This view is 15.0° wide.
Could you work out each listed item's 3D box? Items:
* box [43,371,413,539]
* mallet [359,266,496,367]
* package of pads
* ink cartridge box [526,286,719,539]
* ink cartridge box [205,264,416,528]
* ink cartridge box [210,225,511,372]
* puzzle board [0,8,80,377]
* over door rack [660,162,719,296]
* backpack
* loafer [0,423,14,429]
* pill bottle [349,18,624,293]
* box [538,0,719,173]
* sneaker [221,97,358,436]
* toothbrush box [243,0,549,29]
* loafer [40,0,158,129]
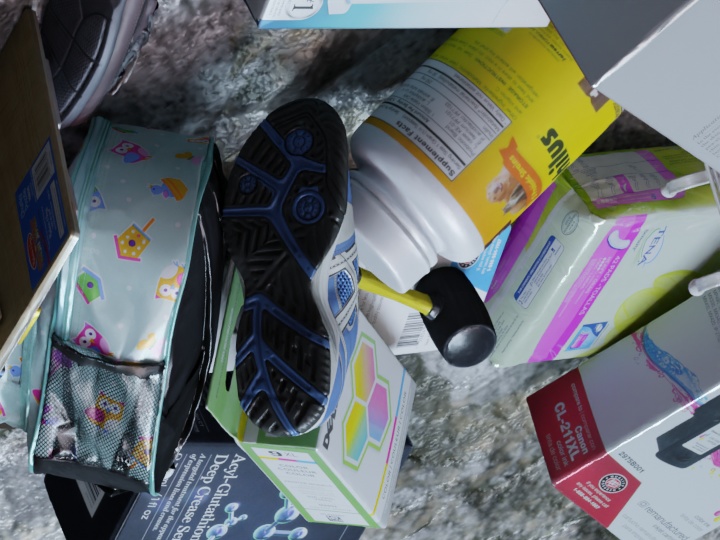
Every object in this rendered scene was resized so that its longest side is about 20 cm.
[{"bbox_3d":[-0.092,0.132,1.868,0.199,0.107,0.149,2,132,-33],"label":"box"},{"bbox_3d":[0.000,0.000,1.730,0.199,0.066,0.041,26,115,-28],"label":"mallet"},{"bbox_3d":[0.181,-0.014,1.873,0.199,0.068,0.155,-6,138,-41],"label":"package of pads"},{"bbox_3d":[0.240,0.099,1.900,0.199,0.083,0.146,-33,135,20],"label":"ink cartridge box"},{"bbox_3d":[-0.028,0.079,1.712,0.059,0.104,0.200,3,156,21],"label":"ink cartridge box"},{"bbox_3d":[-0.014,-0.002,1.794,0.199,0.068,0.116,-5,135,-26],"label":"ink cartridge box"},{"bbox_3d":[-0.203,-0.031,1.548,0.017,0.201,0.151,16,125,-29],"label":"puzzle board"},{"bbox_3d":[0.279,-0.073,1.819,0.199,0.149,0.067,-15,177,-30],"label":"over door rack"},{"bbox_3d":[-0.154,0.008,1.643,0.152,0.176,0.201,18,116,-4],"label":"backpack"},{"bbox_3d":[-0.286,0.091,1.735,0.199,0.073,0.072,-5,134,-26],"label":"loafer"},{"bbox_3d":[0.070,-0.082,1.681,0.200,0.109,0.109,-44,142,-8],"label":"pill bottle"},{"bbox_3d":[0.194,-0.144,1.585,0.097,0.125,0.200,-40,143,18],"label":"box"},{"bbox_3d":[-0.038,-0.001,1.617,0.075,0.201,0.077,4,175,15],"label":"sneaker"},{"bbox_3d":[0.034,-0.220,1.568,0.199,0.086,0.147,-3,135,-27],"label":"toothbrush box"},{"bbox_3d":[-0.130,-0.163,1.553,0.063,0.072,0.201,-3,132,-33],"label":"loafer"}]
